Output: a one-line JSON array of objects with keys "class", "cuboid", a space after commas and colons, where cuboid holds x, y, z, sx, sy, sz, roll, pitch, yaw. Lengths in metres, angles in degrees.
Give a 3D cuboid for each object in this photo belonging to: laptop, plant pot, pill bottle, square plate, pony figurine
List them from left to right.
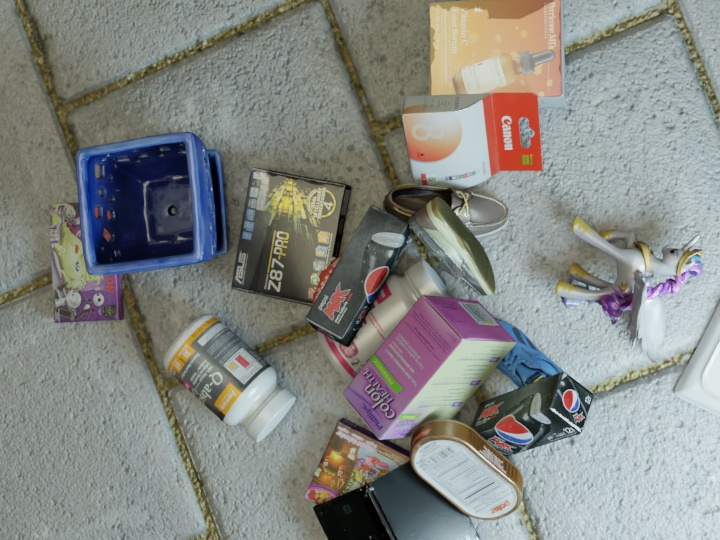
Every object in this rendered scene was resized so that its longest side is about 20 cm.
[{"class": "plant pot", "cuboid": [-0.317, -0.101, 1.750, 0.198, 0.180, 0.202, -6, 90, 12]}, {"class": "pill bottle", "cuboid": [-0.207, 0.172, 1.762, 0.200, 0.116, 0.117, 41, 98, 9]}, {"class": "pill bottle", "cuboid": [0.042, 0.078, 1.708, 0.200, 0.113, 0.114, -36, 83, 10]}, {"class": "laptop", "cuboid": [0.057, 0.402, 1.721, 0.199, 0.103, 0.178, -31, 84, 36]}, {"class": "pony figurine", "cuboid": [0.395, 0.024, 1.626, 0.199, 0.166, 0.194, 14, 86, 27]}, {"class": "square plate", "cuboid": [0.598, 0.142, 1.632, 0.199, 0.028, 0.199, 27, 96, 11]}]

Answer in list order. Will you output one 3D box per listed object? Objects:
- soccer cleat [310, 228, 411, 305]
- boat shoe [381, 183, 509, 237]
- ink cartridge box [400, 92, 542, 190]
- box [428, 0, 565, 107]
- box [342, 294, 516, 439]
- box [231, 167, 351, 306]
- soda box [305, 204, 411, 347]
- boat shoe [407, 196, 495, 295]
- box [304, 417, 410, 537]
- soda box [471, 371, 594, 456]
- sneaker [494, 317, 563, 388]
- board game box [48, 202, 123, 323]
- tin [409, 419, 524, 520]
[{"class": "soccer cleat", "cuboid": [0.000, 0.000, 1.712, 0.085, 0.069, 0.200, 28, 73, 34]}, {"class": "boat shoe", "cuboid": [0.133, -0.095, 1.693, 0.198, 0.060, 0.072, 6, 73, -3]}, {"class": "ink cartridge box", "cuboid": [0.169, -0.189, 1.661, 0.198, 0.163, 0.050, 2, 49, 14]}, {"class": "box", "cuboid": [0.208, -0.325, 1.672, 0.198, 0.106, 0.154, -1, 90, 12]}, {"class": "box", "cuboid": [0.104, 0.144, 1.639, 0.097, 0.175, 0.200, 47, 111, 27]}, {"class": "box", "cuboid": [-0.111, -0.053, 1.772, 0.160, 0.049, 0.202, 12, 95, 13]}, {"class": "soda box", "cuboid": [-0.001, 0.008, 1.647, 0.070, 0.063, 0.201, 27, 79, 15]}, {"class": "boat shoe", "cuboid": [0.139, -0.030, 1.671, 0.066, 0.201, 0.072, -21, 41, 23]}, {"class": "box", "cuboid": [0.028, 0.340, 1.751, 0.199, 0.039, 0.138, 25, 96, 11]}, {"class": "soda box", "cuboid": [0.245, 0.215, 1.620, 0.063, 0.200, 0.071, 38, 55, -14]}, {"class": "sneaker", "cuboid": [0.242, 0.138, 1.685, 0.200, 0.078, 0.066, 39, 100, 11]}, {"class": "board game box", "cuboid": [-0.462, -0.015, 1.861, 0.119, 0.032, 0.202, -4, 90, 8]}, {"class": "tin", "cuboid": [0.157, 0.300, 1.647, 0.200, 0.042, 0.112, 41, 127, -19]}]
